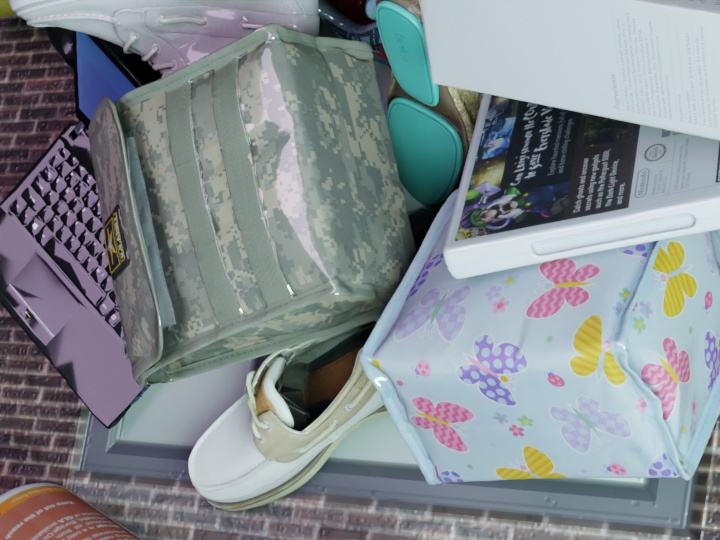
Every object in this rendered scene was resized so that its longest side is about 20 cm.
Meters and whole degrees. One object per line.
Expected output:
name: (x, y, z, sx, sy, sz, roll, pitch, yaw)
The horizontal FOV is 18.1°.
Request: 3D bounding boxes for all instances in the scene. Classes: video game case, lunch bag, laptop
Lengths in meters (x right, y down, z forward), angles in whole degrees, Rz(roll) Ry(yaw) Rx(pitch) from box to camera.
video game case: (0.145, -0.075, 1.219, 0.181, 0.023, 0.200, -11, 33, 20)
lunch bag: (0.123, 0.016, 1.233, 0.169, 0.127, 0.200, -6, 40, 34)
laptop: (-0.175, -0.030, 1.479, 0.200, 0.103, 0.177, -47, 68, 11)
lunch bag: (-0.080, -0.033, 1.320, 0.199, 0.117, 0.165, -21, 76, 34)

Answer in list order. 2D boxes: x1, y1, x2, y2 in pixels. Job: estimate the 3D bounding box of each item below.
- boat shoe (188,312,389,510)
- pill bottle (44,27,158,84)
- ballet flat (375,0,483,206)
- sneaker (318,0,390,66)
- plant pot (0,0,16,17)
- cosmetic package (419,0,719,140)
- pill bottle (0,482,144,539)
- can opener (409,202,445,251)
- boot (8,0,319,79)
boat shoe: (-0.039, 0.079, 1.384, 0.200, 0.068, 0.075, -36, 55, 25)
pill bottle: (-0.118, -0.211, 1.517, 0.200, 0.112, 0.112, -45, 52, 19)
ballet flat: (0.051, -0.112, 1.325, 0.070, 0.200, 0.065, 35, 67, 21)
sneaker: (0.045, -0.158, 1.376, 0.199, 0.095, 0.080, 5, 81, 41)
plant pot: (-0.237, -0.262, 1.595, 0.142, 0.200, 0.201, 19, 88, 27)
cosmetic package: (0.141, -0.141, 1.194, 0.199, 0.081, 0.113, 14, 42, 30)
pill bottle: (-0.159, 0.219, 1.406, 0.200, 0.112, 0.113, 26, 92, 42)
can opener: (0.000, 0.000, 1.386, 0.199, 0.079, 0.064, -11, 63, 26)
boot: (-0.121, -0.142, 1.396, 0.199, 0.074, 0.096, -3, 94, 16)
